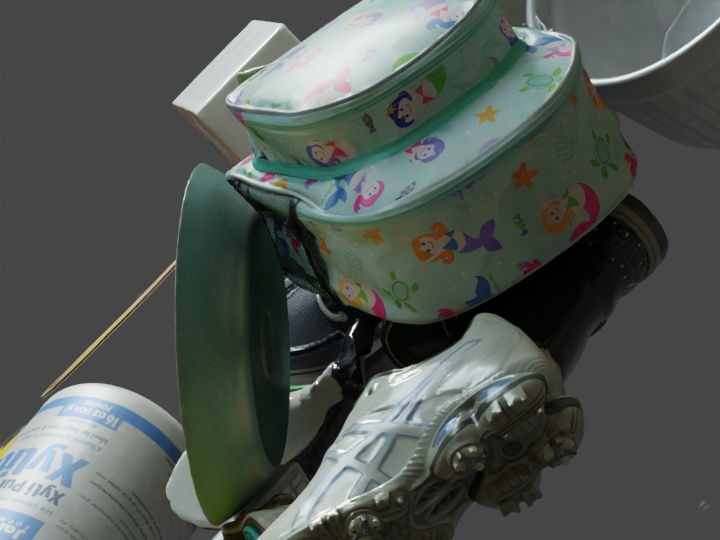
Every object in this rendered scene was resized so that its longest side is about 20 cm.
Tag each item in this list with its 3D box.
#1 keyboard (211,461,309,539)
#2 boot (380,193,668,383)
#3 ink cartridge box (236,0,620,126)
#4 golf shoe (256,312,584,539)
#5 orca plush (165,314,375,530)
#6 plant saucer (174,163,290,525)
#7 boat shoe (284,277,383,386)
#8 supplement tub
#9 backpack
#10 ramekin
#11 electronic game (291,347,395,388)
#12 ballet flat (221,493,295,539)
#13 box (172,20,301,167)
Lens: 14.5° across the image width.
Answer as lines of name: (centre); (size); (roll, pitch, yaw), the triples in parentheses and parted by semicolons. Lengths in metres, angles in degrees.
keyboard: (-0.095, 0.193, 1.601); (0.011, 0.056, 0.200); (31, 72, 39)
boot: (0.058, 0.042, 1.509); (0.204, 0.073, 0.154); (-25, 20, 45)
ink cartridge box: (0.041, -0.102, 1.656); (0.200, 0.104, 0.059); (-16, 15, 12)
golf shoe: (0.014, 0.100, 1.385); (0.200, 0.078, 0.097); (-35, 40, 9)
orca plush: (-0.036, 0.094, 1.687); (0.071, 0.105, 0.200); (-6, -37, -42)
plant saucer: (-0.066, 0.040, 1.564); (0.036, 0.200, 0.200); (-3, 19, 7)
boat shoe: (0.000, 0.000, 1.654); (0.200, 0.075, 0.093); (-27, -29, 17)
supplement tub: (-0.192, 0.178, 1.794); (0.132, 0.132, 0.200); (-35, 14, 43)
backpack: (0.038, -0.062, 1.467); (0.178, 0.151, 0.200); (-35, 29, -14)
ramekin: (0.196, -0.160, 1.537); (0.200, 0.105, 0.200); (-32, 40, 32)
electronic game: (0.008, 0.028, 1.855); (0.200, 0.042, 0.200); (-43, 11, 10)
ballet flat: (-0.030, 0.142, 1.502); (0.062, 0.067, 0.200); (-39, 10, -12)
box: (-0.063, -0.121, 2.396); (0.106, 0.152, 0.200); (-46, 10, -2)
